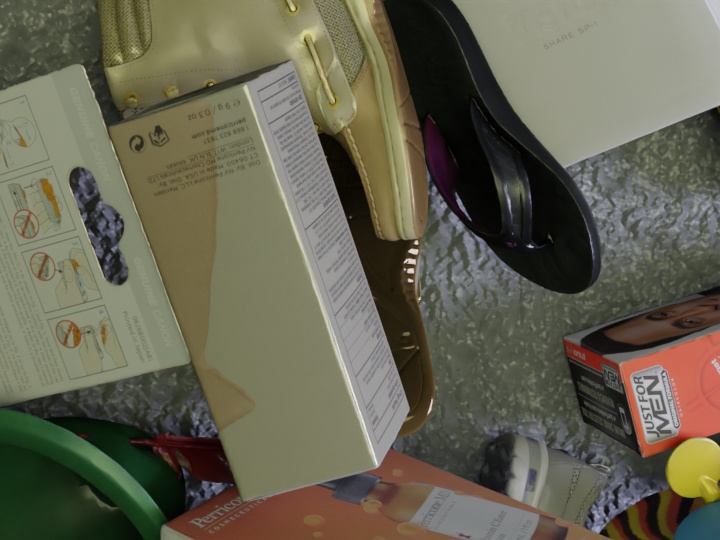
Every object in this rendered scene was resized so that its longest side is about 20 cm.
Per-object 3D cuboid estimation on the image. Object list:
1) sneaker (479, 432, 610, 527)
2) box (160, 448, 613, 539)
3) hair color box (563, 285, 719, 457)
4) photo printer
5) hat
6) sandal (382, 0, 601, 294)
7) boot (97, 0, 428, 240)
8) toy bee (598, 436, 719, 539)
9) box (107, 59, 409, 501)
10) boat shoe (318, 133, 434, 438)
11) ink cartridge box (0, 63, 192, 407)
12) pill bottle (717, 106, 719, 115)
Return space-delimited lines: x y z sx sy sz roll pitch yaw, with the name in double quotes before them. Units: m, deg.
"sneaker" 0.106 0.203 0.956 0.082 0.075 0.201 10 95 -13
"box" 0.018 0.181 0.804 0.152 0.200 0.107 -25 126 -50
"hair color box" 0.235 0.045 0.950 0.199 0.101 0.061 -18 100 -10
"photo printer" 0.116 -0.166 0.873 0.166 0.069 0.200 -20 106 37
"hat" -0.128 0.100 0.912 0.200 0.165 0.176 52 42 -19
"sandal" 0.063 -0.064 0.895 0.048 0.075 0.201 -40 99 -40
"boot" -0.054 -0.096 0.861 0.155 0.073 0.201 -17 91 6
"toy bee" 0.234 0.154 0.897 0.109 0.200 0.131 -45 135 -27
"box" -0.047 0.004 0.800 0.078 0.095 0.201 -16 99 15
"boat shoe" 0.000 0.000 0.910 0.074 0.066 0.201 1 77 -12
"ink cartridge box" -0.188 -0.013 0.827 0.199 0.050 0.163 -14 102 24
"pill bottle" 0.252 -0.139 0.924 0.111 0.111 0.200 -28 102 -7
